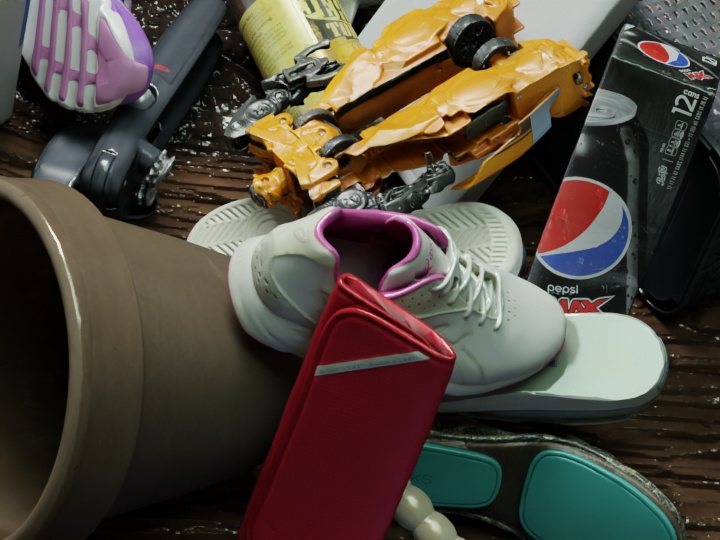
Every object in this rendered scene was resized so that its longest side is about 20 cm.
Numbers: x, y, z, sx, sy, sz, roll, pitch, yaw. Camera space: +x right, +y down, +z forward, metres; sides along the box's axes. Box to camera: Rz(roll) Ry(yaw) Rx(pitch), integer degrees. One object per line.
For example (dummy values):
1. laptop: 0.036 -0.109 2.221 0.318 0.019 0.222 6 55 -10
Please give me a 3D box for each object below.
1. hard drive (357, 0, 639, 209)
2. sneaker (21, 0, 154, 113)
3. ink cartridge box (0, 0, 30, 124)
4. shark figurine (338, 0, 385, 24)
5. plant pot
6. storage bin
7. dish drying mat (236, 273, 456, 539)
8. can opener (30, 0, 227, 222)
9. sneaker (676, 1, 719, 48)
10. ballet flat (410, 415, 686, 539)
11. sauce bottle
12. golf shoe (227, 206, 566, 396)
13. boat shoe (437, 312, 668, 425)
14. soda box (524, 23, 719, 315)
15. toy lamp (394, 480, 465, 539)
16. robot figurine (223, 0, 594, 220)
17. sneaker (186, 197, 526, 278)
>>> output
1. hard drive: 0.075 -0.144 1.717 0.026 0.200 0.132 4 42 -50
2. sneaker: -0.167 -0.155 1.712 0.088 0.081 0.200 -1 25 -36
3. ink cartridge box: -0.292 -0.173 1.669 0.200 0.145 0.085 36 50 16
4. shark figurine: -0.031 -0.204 1.833 0.214 0.129 0.089 27 20 32
5. plant pot: -0.131 0.053 1.514 0.174 0.201 0.201 2 47 -39
6. storage bin: 0.181 -0.091 1.735 0.093 0.136 0.200 -19 57 -30
7. dish drying mat: -0.010 0.095 1.480 0.077 0.201 0.018 32 40 13
8. can opener: -0.124 -0.100 1.708 0.078 0.064 0.200 26 49 5
9. sneaker: 0.238 -0.164 1.851 0.071 0.083 0.201 6 49 -10
10. ballet flat: 0.084 0.111 1.592 0.199 0.068 0.075 14 23 -2
11. sauce bottle: -0.043 -0.154 1.755 0.064 0.065 0.201 -17 68 -28
12. golf shoe: 0.033 0.014 1.495 0.199 0.091 0.076 9 61 -30
13. boat shoe: 0.070 0.057 1.598 0.199 0.072 0.070 5 67 7
14. soda box: 0.140 -0.032 1.627 0.063 0.201 0.071 21 23 4
15. toy lamp: 0.044 0.142 1.520 0.200 0.058 0.058 48 52 3
16. robot figurine: 0.025 -0.084 1.618 0.199 0.058 0.145 -31 47 -14
17. sneaker: 0.000 0.000 1.661 0.199 0.085 0.075 2 79 14
